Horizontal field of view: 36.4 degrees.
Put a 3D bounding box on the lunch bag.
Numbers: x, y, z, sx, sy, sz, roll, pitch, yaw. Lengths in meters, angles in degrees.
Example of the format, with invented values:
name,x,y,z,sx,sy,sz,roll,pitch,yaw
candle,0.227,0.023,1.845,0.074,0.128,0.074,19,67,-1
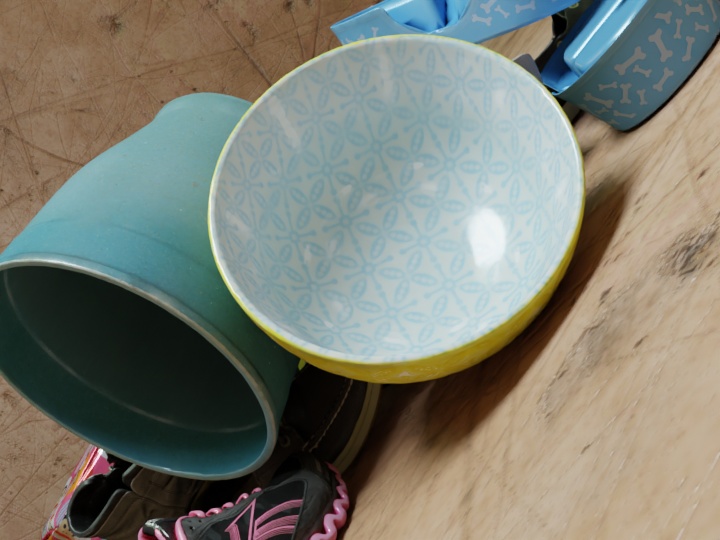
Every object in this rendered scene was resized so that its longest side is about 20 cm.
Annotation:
name,x,y,z,sx,sy,sz,roll,pitch,yaw
lunch bag,-0.226,0.198,0.971,0.177,0.081,0.200,-62,9,-24

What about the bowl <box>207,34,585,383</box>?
name,x,y,z,sx,sy,sz,roll,pitch,yaw
bowl,0.025,-0.019,0.606,0.201,0.199,0.108,-54,-26,-18

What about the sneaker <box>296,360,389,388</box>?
name,x,y,z,sx,sy,sz,roll,pitch,yaw
sneaker,0.000,0.000,0.817,0.076,0.076,0.201,-11,44,38

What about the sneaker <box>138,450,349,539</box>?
name,x,y,z,sx,sy,sz,roll,pitch,yaw
sneaker,-0.072,0.155,0.606,0.079,0.095,0.200,-51,5,30

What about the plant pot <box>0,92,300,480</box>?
name,x,y,z,sx,sy,sz,roll,pitch,yaw
plant pot,-0.110,-0.003,0.699,0.200,0.199,0.189,-45,16,51

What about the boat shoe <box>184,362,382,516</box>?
name,x,y,z,sx,sy,sz,roll,pitch,yaw
boat shoe,-0.054,0.118,0.731,0.201,0.064,0.074,-57,34,27

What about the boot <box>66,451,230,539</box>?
name,x,y,z,sx,sy,sz,roll,pitch,yaw
boot,-0.111,0.132,0.800,0.200,0.068,0.131,-49,-39,-7

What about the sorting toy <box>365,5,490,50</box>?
name,x,y,z,sx,sy,sz,roll,pitch,yaw
sorting toy,0.044,-0.155,1.036,0.201,0.179,0.107,-52,-12,2

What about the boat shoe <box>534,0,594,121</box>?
name,x,y,z,sx,sy,sz,roll,pitch,yaw
boat shoe,0.170,-0.179,0.849,0.202,0.060,0.072,-53,6,-2

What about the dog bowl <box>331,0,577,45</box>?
name,x,y,z,sx,sy,sz,roll,pitch,yaw
dog bowl,0.075,-0.192,0.796,0.198,0.050,0.111,-16,15,30

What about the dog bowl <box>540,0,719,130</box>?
name,x,y,z,sx,sy,sz,roll,pitch,yaw
dog bowl,0.171,-0.145,0.697,0.112,0.049,0.200,-51,6,13

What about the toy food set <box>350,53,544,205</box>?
name,x,y,z,sx,sy,sz,roll,pitch,yaw
toy food set,0.031,-0.100,0.765,0.143,0.061,0.200,-39,17,-4
